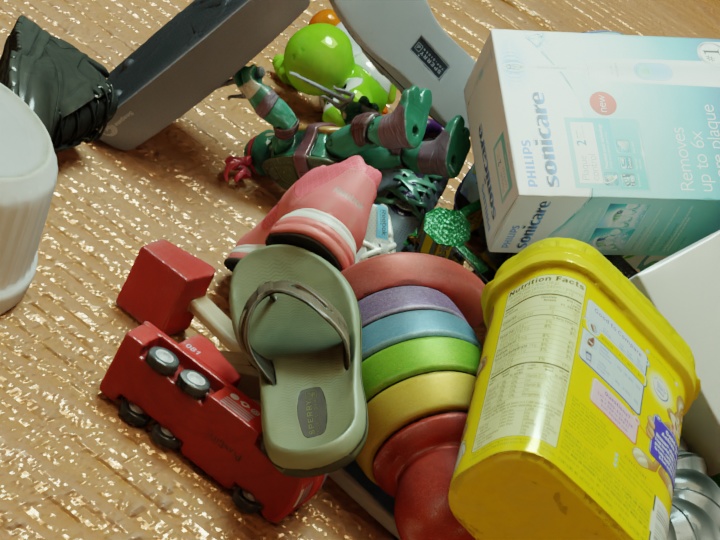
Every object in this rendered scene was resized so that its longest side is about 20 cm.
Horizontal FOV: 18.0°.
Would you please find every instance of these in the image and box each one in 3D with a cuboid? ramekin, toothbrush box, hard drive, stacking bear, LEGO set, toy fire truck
[{"bbox_3d":[-0.281,-0.064,1.418,0.201,0.095,0.203,24,25,-12],"label":"ramekin"},{"bbox_3d":[0.187,-0.093,1.683,0.198,0.085,0.148,1,60,-13],"label":"toothbrush box"},{"bbox_3d":[-0.113,-0.174,1.704,0.042,0.199,0.135,47,19,-18],"label":"hard drive"},{"bbox_3d":[0.041,0.098,1.420,0.114,0.121,0.201,41,22,-49],"label":"stacking bear"},{"bbox_3d":[0.126,0.029,1.711,0.200,0.116,0.154,39,52,17],"label":"LEGO set"},{"bbox_3d":[-0.089,0.067,1.432,0.199,0.049,0.141,36,25,14],"label":"toy fire truck"}]

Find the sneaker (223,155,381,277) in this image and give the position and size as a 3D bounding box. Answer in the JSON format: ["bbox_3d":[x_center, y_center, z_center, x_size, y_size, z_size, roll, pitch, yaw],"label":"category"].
[{"bbox_3d":[-0.029,-0.025,1.537,0.074,0.087,0.200,36,-18,-9],"label":"sneaker"}]

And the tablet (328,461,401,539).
[{"bbox_3d":[0.053,0.130,1.512,0.130,0.014,0.199,41,27,22],"label":"tablet"}]

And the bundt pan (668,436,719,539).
[{"bbox_3d":[0.163,0.146,1.505,0.201,0.076,0.202,26,29,-16],"label":"bundt pan"}]

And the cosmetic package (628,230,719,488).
[{"bbox_3d":[0.249,0.086,1.584,0.084,0.108,0.201,-27,84,-23],"label":"cosmetic package"}]

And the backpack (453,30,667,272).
[{"bbox_3d":[0.202,-0.079,1.848,0.182,0.201,0.147,9,31,-39],"label":"backpack"}]

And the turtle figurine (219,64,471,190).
[{"bbox_3d":[-0.025,-0.104,1.739,0.199,0.102,0.149,3,1,32],"label":"turtle figurine"}]

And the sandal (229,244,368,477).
[{"bbox_3d":[-0.037,0.042,1.369,0.202,0.079,0.058,-109,176,-54],"label":"sandal"}]

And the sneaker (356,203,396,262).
[{"bbox_3d":[0.000,0.000,1.615,0.075,0.087,0.200,8,33,-40],"label":"sneaker"}]

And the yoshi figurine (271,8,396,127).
[{"bbox_3d":[-0.017,-0.192,1.955,0.111,0.113,0.200,12,28,-1],"label":"yoshi figurine"}]

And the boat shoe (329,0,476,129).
[{"bbox_3d":[0.029,-0.186,1.754,0.200,0.072,0.066,44,-11,-27],"label":"boat shoe"}]

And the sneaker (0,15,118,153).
[{"bbox_3d":[-0.217,-0.119,1.611,0.090,0.076,0.200,20,27,-11],"label":"sneaker"}]

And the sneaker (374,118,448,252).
[{"bbox_3d":[0.032,-0.064,1.769,0.074,0.088,0.200,28,24,-3],"label":"sneaker"}]

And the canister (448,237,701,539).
[{"bbox_3d":[0.128,0.095,1.365,0.149,0.086,0.201,44,34,-19],"label":"canister"}]
